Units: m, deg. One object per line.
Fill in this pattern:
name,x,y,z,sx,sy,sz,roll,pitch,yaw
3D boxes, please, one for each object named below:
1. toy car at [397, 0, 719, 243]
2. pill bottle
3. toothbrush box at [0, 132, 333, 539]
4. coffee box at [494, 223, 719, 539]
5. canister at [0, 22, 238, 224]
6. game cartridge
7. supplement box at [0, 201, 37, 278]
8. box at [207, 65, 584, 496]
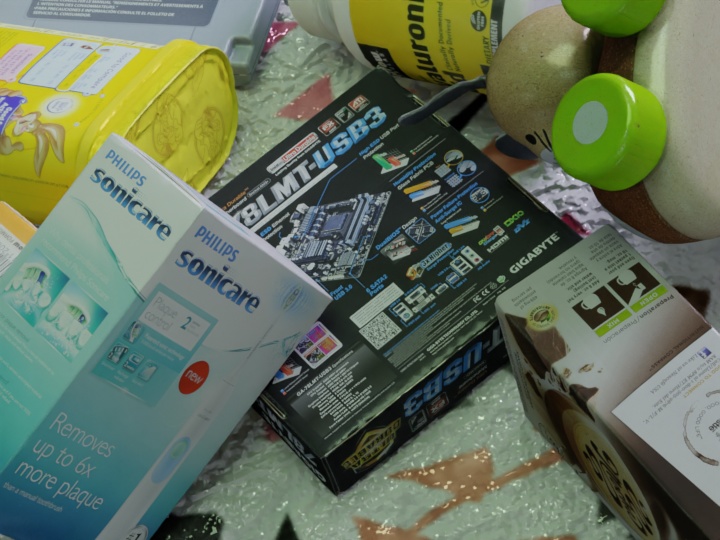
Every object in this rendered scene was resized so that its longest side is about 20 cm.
toy car,0.120,-0.084,1.117,0.199,0.164,0.159,-10,70,45
pill bottle,0.053,-0.169,1.263,0.199,0.112,0.111,16,59,39
toothbrush box,-0.131,0.049,1.101,0.085,0.146,0.200,37,89,34
coffee box,0.162,0.087,1.048,0.080,0.113,0.200,-33,52,-11
canister,-0.197,-0.091,1.285,0.199,0.087,0.149,11,41,25
game cartridge,-0.147,-0.186,1.388,0.199,0.042,0.134,5,51,19
supplement box,-0.235,0.076,1.158,0.200,0.126,0.073,-43,56,-16
box,0.000,0.000,1.199,0.200,0.050,0.198,-38,53,-13
